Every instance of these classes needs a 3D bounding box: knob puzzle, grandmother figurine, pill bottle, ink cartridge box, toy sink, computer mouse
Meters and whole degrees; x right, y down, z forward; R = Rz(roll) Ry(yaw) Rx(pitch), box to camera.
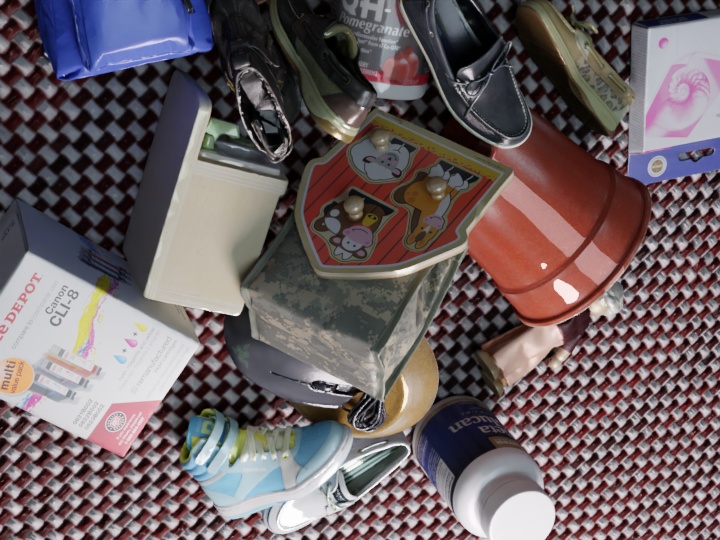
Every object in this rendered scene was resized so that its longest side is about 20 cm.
[{"bbox_3d":[0.021,-0.070,1.186,0.218,0.220,0.031,-25,142,-9],"label":"knob puzzle"},{"bbox_3d":[0.231,0.067,1.475,0.199,0.061,0.122,-32,147,-9],"label":"grandmother figurine"},{"bbox_3d":[0.145,0.238,1.428,0.110,0.200,0.112,-8,115,-18],"label":"pill bottle"},{"bbox_3d":[-0.289,0.055,1.212,0.199,0.145,0.146,31,99,-28],"label":"ink cartridge box"},{"bbox_3d":[-0.148,-0.078,1.219,0.111,0.130,0.202,12,107,-25],"label":"toy sink"},{"bbox_3d":[0.406,-0.201,1.434,0.194,0.043,0.202,-12,115,-17],"label":"ink cartridge box"},{"bbox_3d":[-0.059,0.099,1.293,0.198,0.053,0.139,22,127,4],"label":"computer mouse"},{"bbox_3d":[0.029,-0.278,1.212,0.110,0.111,0.202,2,111,-22],"label":"pill bottle"}]

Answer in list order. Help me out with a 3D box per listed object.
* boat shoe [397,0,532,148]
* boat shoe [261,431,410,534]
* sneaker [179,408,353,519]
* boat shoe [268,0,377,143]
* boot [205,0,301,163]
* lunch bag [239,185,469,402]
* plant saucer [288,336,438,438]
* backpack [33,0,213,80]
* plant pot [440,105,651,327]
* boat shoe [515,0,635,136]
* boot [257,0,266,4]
[{"bbox_3d":[0.107,-0.196,1.167,0.075,0.062,0.201,-42,116,-15],"label":"boat shoe"},{"bbox_3d":[-0.030,0.244,1.440,0.200,0.067,0.074,-41,120,0],"label":"boat shoe"},{"bbox_3d":[-0.115,0.192,1.346,0.199,0.080,0.131,-29,119,24],"label":"sneaker"},{"bbox_3d":[-0.030,-0.204,1.159,0.065,0.201,0.073,-40,142,21],"label":"boat shoe"},{"bbox_3d":[-0.094,-0.163,1.158,0.069,0.175,0.201,-22,139,5],"label":"boot"},{"bbox_3d":[0.000,0.000,1.230,0.201,0.163,0.118,-57,159,-27],"label":"lunch bag"},{"bbox_3d":[-0.015,0.113,1.343,0.198,0.036,0.202,9,125,14],"label":"plant saucer"},{"bbox_3d":[-0.214,-0.283,1.085,0.161,0.168,0.202,-16,110,-19],"label":"backpack"},{"bbox_3d":[0.173,-0.078,1.319,0.195,0.201,0.201,39,95,-22],"label":"plant pot"},{"bbox_3d":[0.235,-0.231,1.341,0.063,0.073,0.200,-47,131,-4],"label":"boat shoe"},{"bbox_3d":[-0.046,-0.324,1.136,0.073,0.155,0.201,29,100,-29],"label":"boot"}]
